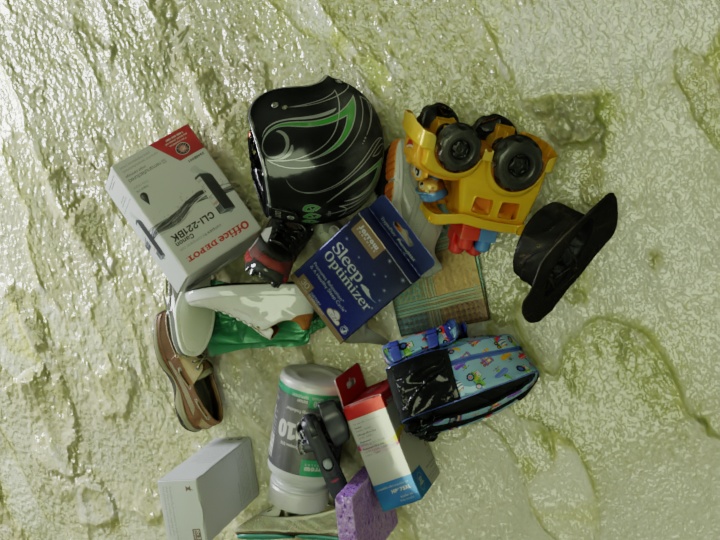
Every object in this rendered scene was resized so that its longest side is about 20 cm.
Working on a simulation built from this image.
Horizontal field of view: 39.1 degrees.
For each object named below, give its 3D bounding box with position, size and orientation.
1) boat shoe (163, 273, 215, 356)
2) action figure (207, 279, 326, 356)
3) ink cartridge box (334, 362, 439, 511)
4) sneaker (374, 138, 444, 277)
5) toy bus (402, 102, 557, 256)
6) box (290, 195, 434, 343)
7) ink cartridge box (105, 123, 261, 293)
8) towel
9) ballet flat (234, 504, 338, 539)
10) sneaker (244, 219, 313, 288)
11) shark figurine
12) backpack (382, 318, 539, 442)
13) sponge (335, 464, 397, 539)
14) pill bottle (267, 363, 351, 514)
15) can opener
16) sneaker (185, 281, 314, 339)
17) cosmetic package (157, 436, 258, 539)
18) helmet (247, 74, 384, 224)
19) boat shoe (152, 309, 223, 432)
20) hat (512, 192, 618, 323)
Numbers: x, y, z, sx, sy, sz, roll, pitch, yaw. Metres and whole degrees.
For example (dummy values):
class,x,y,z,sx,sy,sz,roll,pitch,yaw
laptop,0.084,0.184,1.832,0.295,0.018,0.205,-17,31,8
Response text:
class,x,y,z,sx,sy,sz,roll,pitch,yaw
boat shoe,-0.269,0.038,1.559,0.060,0.071,0.206,-22,62,40
action figure,-0.140,0.077,1.555,0.196,0.055,0.121,2,97,23
ink cartridge box,0.040,0.231,1.483,0.066,0.116,0.203,-21,91,19
sneaker,0.074,-0.084,1.435,0.090,0.076,0.204,1,84,-21
toy bus,0.139,-0.112,1.365,0.196,0.136,0.195,10,112,-17
box,0.000,0.000,1.392,0.122,0.032,0.200,52,126,4
ink cartridge box,-0.265,-0.092,1.519,0.201,0.143,0.084,54,152,3
towel,0.103,-0.015,1.477,0.144,0.022,0.204,-11,96,20
ballet flat,-0.103,0.393,1.596,0.196,0.068,0.064,-3,70,16
sneaker,-0.113,-0.042,1.453,0.070,0.201,0.099,30,106,-4
shark figurine,0.002,0.003,1.473,0.088,0.128,0.218,-17,83,-22
backpack,0.143,0.143,1.408,0.197,0.183,0.137,-21,74,6
sponge,0.010,0.349,1.466,0.029,0.200,0.114,-6,96,17
pill bottle,-0.080,0.253,1.530,0.111,0.113,0.204,12,102,16
can opener,-0.040,0.284,1.455,0.077,0.064,0.203,-15,113,2
sneaker,-0.165,0.060,1.492,0.196,0.073,0.087,0,94,12
cosmetic package,-0.228,0.332,1.546,0.073,0.200,0.104,-7,96,19
helmet,-0.057,-0.167,1.414,0.187,0.200,0.204,-13,95,-11
boat shoe,-0.262,0.154,1.595,0.073,0.075,0.203,-9,104,33
hat,0.256,-0.034,1.346,0.081,0.199,0.203,38,108,26
